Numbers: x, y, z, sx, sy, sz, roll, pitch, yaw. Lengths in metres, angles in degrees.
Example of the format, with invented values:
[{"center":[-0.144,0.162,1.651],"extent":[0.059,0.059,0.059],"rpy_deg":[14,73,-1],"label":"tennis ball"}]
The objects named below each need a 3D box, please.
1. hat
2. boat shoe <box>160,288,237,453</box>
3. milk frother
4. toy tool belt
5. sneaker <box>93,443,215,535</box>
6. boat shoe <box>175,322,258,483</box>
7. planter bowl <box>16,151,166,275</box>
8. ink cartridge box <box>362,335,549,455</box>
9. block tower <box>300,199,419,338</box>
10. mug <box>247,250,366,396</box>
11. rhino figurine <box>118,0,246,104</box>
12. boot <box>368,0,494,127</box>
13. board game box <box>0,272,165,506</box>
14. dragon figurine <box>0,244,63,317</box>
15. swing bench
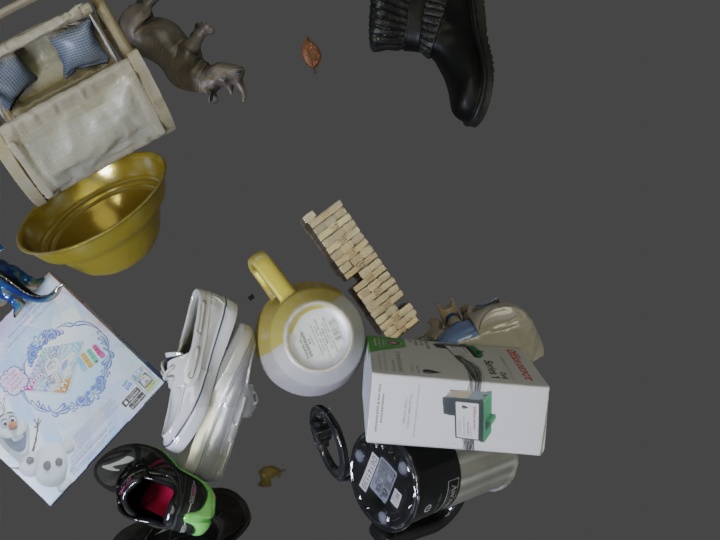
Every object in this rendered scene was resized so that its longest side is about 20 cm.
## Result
[{"center":[-0.212,0.350,0.967],"extent":[0.198,0.201,0.082],"rpy_deg":[-23,107,-9],"label":"hat"},{"center":[-0.215,0.121,1.016],"extent":[0.065,0.073,0.203],"rpy_deg":[27,64,-27],"label":"boat shoe"},{"center":[0.058,0.223,1.033],"extent":[0.186,0.181,0.201],"rpy_deg":[-5,51,-42],"label":"milk frother"},{"center":[0.132,0.100,1.072],"extent":[0.197,0.123,0.126],"rpy_deg":[-20,103,3],"label":"toy tool belt"},{"center":[-0.255,0.251,0.968],"extent":[0.198,0.083,0.078],"rpy_deg":[8,79,38],"label":"sneaker"},{"center":[-0.167,0.170,1.036],"extent":[0.068,0.072,0.203],"rpy_deg":[25,75,-26],"label":"boat shoe"},{"center":[-0.309,-0.054,1.003],"extent":[0.199,0.200,0.084],"rpy_deg":[-30,125,-9],"label":"planter bowl"},{"center":[0.104,0.140,0.943],"extent":[0.197,0.146,0.086],"rpy_deg":[4,102,-3],"label":"ink cartridge box"},{"center":[0.000,0.000,1.078],"extent":[0.058,0.054,0.201],"rpy_deg":[-36,91,-10],"label":"block tower"},{"center":[-0.074,0.076,1.011],"extent":[0.184,0.153,0.151],"rpy_deg":[22,83,-5],"label":"mug"},{"center":[-0.228,-0.286,1.070],"extent":[0.199,0.060,0.088],"rpy_deg":[40,91,-5],"label":"rhino figurine"},{"center":[0.089,-0.296,1.103],"extent":[0.155,0.079,0.214],"rpy_deg":[0,74,-15],"label":"boot"},{"center":[-0.381,0.144,1.017],"extent":[0.199,0.043,0.200],"rpy_deg":[44,81,-3],"label":"board game box"},{"center":[-0.436,0.001,0.973],"extent":[0.059,0.198,0.100],"rpy_deg":[-56,132,-18],"label":"dragon figurine"},{"center":[-0.363,-0.221,0.993],"extent":[0.198,0.130,0.201],"rpy_deg":[-32,78,-11],"label":"swing bench"}]
